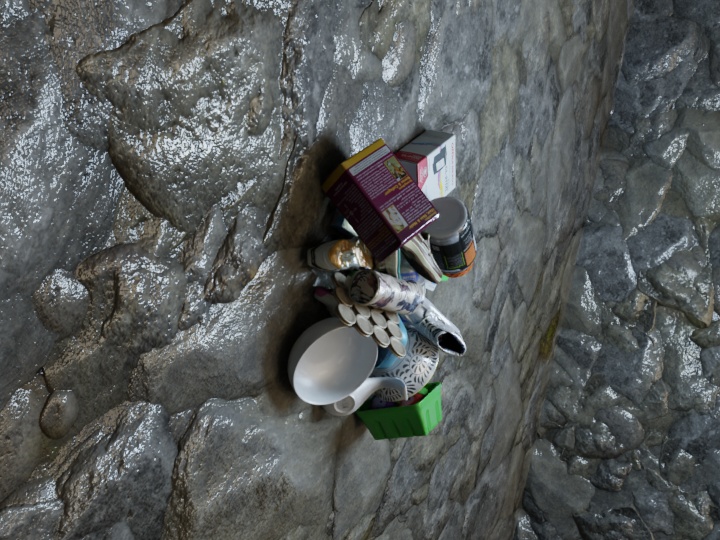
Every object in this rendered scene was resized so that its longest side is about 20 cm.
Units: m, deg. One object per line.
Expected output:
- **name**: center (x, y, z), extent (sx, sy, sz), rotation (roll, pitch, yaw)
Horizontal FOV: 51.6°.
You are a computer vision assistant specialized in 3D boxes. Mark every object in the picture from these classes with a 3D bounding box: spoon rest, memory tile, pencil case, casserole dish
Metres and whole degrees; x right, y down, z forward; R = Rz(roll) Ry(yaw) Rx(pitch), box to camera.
- **spoon rest**: center (0.006, 0.280, 1.698), extent (0.061, 0.197, 0.101), rotation (-103, -174, -63)
- **memory tile**: center (0.016, 0.093, 1.549), extent (0.199, 0.017, 0.154), rotation (35, 27, -30)
- **pencil case**: center (0.056, 0.045, 1.573), extent (0.199, 0.089, 0.078), rotation (15, 110, -53)
- **casserole dish**: center (0.055, 0.148, 1.705), extent (0.038, 0.200, 0.122), rotation (25, 107, -25)

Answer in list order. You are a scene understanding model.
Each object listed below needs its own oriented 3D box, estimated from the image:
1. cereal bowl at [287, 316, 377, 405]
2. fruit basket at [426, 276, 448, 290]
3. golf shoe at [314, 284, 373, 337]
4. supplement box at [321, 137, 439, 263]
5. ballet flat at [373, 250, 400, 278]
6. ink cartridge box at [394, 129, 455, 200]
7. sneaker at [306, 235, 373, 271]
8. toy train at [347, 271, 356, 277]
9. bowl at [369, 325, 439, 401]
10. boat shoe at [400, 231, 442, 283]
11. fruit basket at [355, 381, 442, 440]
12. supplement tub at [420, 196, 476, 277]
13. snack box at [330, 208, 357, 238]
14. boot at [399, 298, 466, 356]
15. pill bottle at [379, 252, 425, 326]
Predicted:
- **cereal bowl**: center (-0.068, 0.178, 1.561), extent (0.198, 0.083, 0.202), rotation (-18, 129, -24)
- **fruit basket**: center (0.164, -0.055, 1.911), extent (0.199, 0.093, 0.187), rotation (20, 93, -42)
- **golf shoe**: center (-0.030, 0.101, 1.606), extent (0.199, 0.075, 0.092), rotation (30, 94, -34)
- **supplement box**: center (0.040, -0.141, 1.501), extent (0.131, 0.103, 0.201), rotation (-36, 88, -36)
- **ballet flat**: center (0.058, -0.010, 1.633), extent (0.201, 0.061, 0.068), rotation (81, 1, -59)
- **ink cartridge box**: center (0.153, -0.235, 1.800), extent (0.200, 0.082, 0.147), rotation (-42, 136, -45)
- **sneaker**: center (-0.041, -0.034, 1.552), extent (0.199, 0.087, 0.077), rotation (6, 80, -63)
- **toy train**: center (0.000, 0.000, 1.683), extent (0.056, 0.041, 0.202), rotation (49, 60, -45)
- **bowl**: center (0.080, 0.200, 1.778), extent (0.094, 0.199, 0.202), rotation (46, 61, -39)
- **boat shoe**: center (0.135, -0.051, 1.668), extent (0.075, 0.074, 0.202), rotation (-51, 128, -9)
- **fruit basket**: center (0.093, 0.298, 1.840), extent (0.155, 0.213, 0.219), rotation (-27, 126, -53)
- **supplement tub**: center (0.212, -0.074, 1.780), extent (0.123, 0.121, 0.201), rotation (-62, 153, -23)
- **snack box**: center (0.026, -0.111, 1.636), extent (0.199, 0.037, 0.118), rotation (31, 75, -46)
- **boot**: center (0.167, 0.124, 1.728), extent (0.199, 0.096, 0.074), rotation (34, 99, -20)
- **pill bottle**: center (0.101, 0.020, 1.786), extent (0.114, 0.113, 0.203), rotation (-34, 128, -50)
